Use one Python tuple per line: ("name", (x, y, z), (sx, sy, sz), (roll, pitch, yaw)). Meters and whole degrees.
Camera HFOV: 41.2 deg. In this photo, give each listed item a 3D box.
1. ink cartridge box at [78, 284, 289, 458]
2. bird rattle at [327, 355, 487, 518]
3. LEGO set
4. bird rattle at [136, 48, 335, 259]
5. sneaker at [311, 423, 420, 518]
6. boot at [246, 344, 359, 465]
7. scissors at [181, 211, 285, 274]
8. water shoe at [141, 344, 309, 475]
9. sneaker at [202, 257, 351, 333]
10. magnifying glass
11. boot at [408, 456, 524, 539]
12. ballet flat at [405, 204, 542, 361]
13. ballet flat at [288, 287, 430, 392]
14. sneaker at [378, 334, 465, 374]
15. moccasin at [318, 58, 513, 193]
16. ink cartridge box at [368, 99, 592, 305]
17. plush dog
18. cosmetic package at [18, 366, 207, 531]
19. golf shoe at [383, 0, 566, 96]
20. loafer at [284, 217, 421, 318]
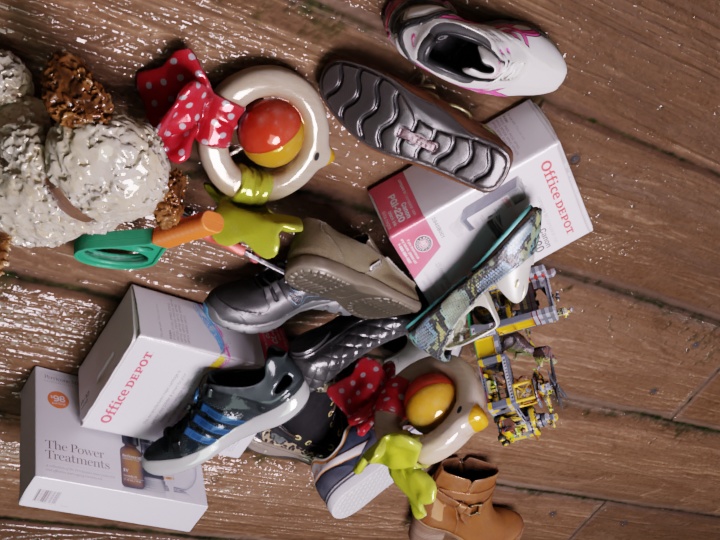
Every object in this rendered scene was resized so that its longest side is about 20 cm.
("ink cartridge box", (-0.192, 0.116, 1.062), (0.198, 0.086, 0.148), (21, 121, -32))
("bird rattle", (0.060, 0.158, 1.040), (0.162, 0.201, 0.113), (-31, 117, 10))
("LEGO set", (0.196, 0.091, 1.090), (0.114, 0.203, 0.154), (-16, 145, 15))
("bird rattle", (-0.110, -0.124, 0.895), (0.162, 0.113, 0.202), (-32, 117, -12))
("sneaker", (0.031, 0.208, 1.148), (0.198, 0.080, 0.079), (-28, 138, -17))
("boot", (-0.040, 0.164, 1.172), (0.197, 0.074, 0.152), (16, 123, -26))
("scissors", (-0.114, -0.016, 0.945), (0.198, 0.073, 0.014), (30, 91, -10))
("water shoe", (-0.152, 0.143, 1.011), (0.198, 0.072, 0.080), (-26, 107, 4))
("sneaker", (-0.074, 0.009, 1.026), (0.197, 0.073, 0.083), (-12, 131, -24))
("magnifying glass", (-0.199, -0.028, 0.902), (0.198, 0.023, 0.079), (-10, 162, 43))
("boot", (0.174, 0.337, 1.409), (0.196, 0.077, 0.157), (8, 123, -16))
("ballet flat", (0.131, 0.020, 0.984), (0.074, 0.075, 0.200), (22, 125, -33))
("ballet flat", (0.007, 0.071, 1.074), (0.197, 0.066, 0.058), (-23, 121, -17))
("sneaker", (0.060, 0.116, 1.174), (0.090, 0.076, 0.202), (11, 126, -7))
("moccasin", (0.053, -0.144, 0.913), (0.198, 0.078, 0.075), (20, 113, -5))
("ink cartridge box", (0.130, -0.064, 1.019), (0.198, 0.085, 0.146), (-30, 134, 6))
("plush dog", (-0.238, -0.082, 0.792), (0.169, 0.163, 0.200), (-14, 138, 28))
("cosmetic package", (-0.274, 0.198, 1.061), (0.198, 0.152, 0.052), (20, 121, -33))
("golf shoe", (0.116, -0.194, 0.894), (0.197, 0.093, 0.073), (9, 126, -28))
("loafer", (0.000, 0.000, 0.965), (0.075, 0.069, 0.199), (-9, 160, 30))
